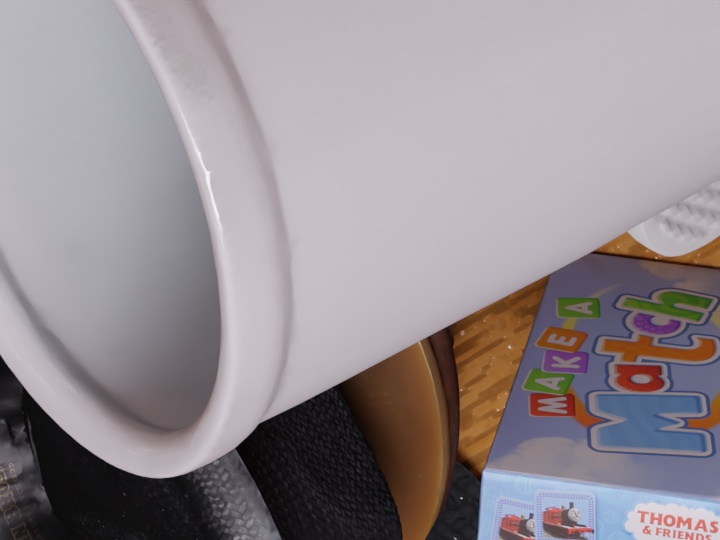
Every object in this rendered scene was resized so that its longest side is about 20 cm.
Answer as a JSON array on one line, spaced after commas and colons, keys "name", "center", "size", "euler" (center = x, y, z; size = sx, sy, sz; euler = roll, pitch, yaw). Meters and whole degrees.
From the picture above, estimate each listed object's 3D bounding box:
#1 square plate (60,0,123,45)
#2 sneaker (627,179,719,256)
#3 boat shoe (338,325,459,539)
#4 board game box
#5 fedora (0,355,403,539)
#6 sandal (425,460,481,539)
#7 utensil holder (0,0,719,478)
[{"name": "square plate", "center": [-0.168, -0.096, 0.827], "size": [0.197, 0.028, 0.201], "euler": [29, 100, 10]}, {"name": "sneaker", "center": [0.091, -0.104, 0.852], "size": [0.079, 0.078, 0.201], "euler": [36, 139, 42]}, {"name": "boat shoe", "center": [0.000, 0.000, 0.933], "size": [0.070, 0.070, 0.201], "euler": [2, 115, 23]}, {"name": "board game box", "center": [0.148, 0.052, 0.877], "size": [0.199, 0.151, 0.037], "euler": [6, 118, 10]}, {"name": "fedora", "center": [-0.054, 0.070, 0.895], "size": [0.200, 0.091, 0.201], "euler": [32, 134, 40]}, {"name": "sandal", "center": [-0.036, 0.083, 0.995], "size": [0.199, 0.048, 0.076], "euler": [18, 79, -5]}, {"name": "utensil holder", "center": [-0.004, -0.061, 0.756], "size": [0.170, 0.199, 0.171], "euler": [38, 141, 40]}]
